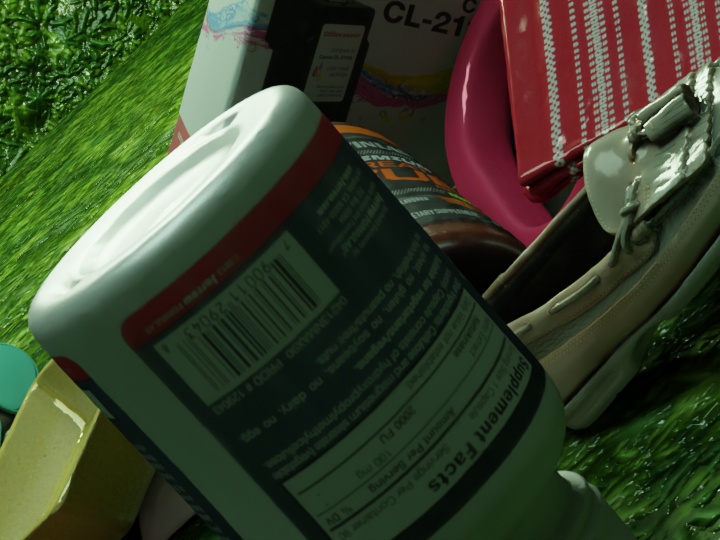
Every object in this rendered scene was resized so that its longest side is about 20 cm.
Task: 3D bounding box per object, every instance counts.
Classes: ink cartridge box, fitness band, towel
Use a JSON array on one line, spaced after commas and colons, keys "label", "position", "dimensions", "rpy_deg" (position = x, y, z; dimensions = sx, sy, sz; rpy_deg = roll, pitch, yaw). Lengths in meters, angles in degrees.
[{"label": "ink cartridge box", "position": [-0.002, -0.101, 1.198], "dimensions": [0.083, 0.145, 0.200], "rpy_deg": [-120, 43, -62]}, {"label": "fitness band", "position": [0.087, -0.080, 1.070], "dimensions": [0.200, 0.037, 0.144], "rpy_deg": [-116, 41, -61]}, {"label": "towel", "position": [0.136, -0.120, 0.944], "dimensions": [0.200, 0.022, 0.145], "rpy_deg": [-28, 43, 27]}]

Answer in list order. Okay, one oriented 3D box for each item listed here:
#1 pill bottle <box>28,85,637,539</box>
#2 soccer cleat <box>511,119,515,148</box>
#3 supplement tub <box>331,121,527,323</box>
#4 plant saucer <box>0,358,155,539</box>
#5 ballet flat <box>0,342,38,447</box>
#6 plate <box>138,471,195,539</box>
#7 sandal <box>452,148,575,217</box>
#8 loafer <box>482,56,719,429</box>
[{"label": "pill bottle", "position": [-0.003, 0.049, 0.813], "dimensions": [0.120, 0.200, 0.120], "rpy_deg": [-38, 14, 11]}, {"label": "soccer cleat", "position": [0.120, -0.111, 1.243], "dimensions": [0.200, 0.076, 0.067], "rpy_deg": [-40, 13, 4]}, {"label": "supplement tub", "position": [0.000, 0.000, 1.056], "dimensions": [0.107, 0.107, 0.200], "rpy_deg": [-42, 32, -4]}, {"label": "plant saucer", "position": [-0.148, 0.099, 1.292], "dimensions": [0.200, 0.048, 0.200], "rpy_deg": [-42, 21, 47]}, {"label": "ballet flat", "position": [-0.270, 0.110, 1.678], "dimensions": [0.074, 0.074, 0.200], "rpy_deg": [-38, 10, 15]}, {"label": "plate", "position": [-0.058, 0.052, 1.330], "dimensions": [0.200, 0.032, 0.200], "rpy_deg": [-42, 13, -1]}, {"label": "sandal", "position": [0.018, 0.025, 1.175], "dimensions": [0.212, 0.078, 0.070], "rpy_deg": [-36, -19, -6]}, {"label": "loafer", "position": [0.097, -0.016, 0.899], "dimensions": [0.072, 0.063, 0.200], "rpy_deg": [-73, 9, -47]}]
